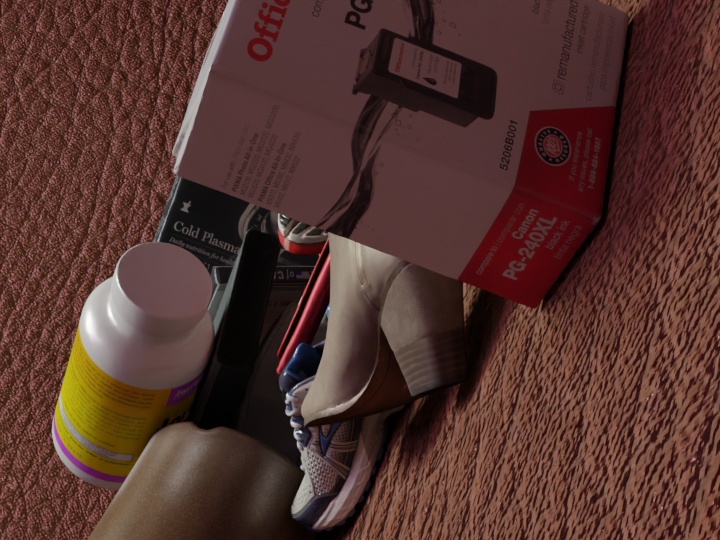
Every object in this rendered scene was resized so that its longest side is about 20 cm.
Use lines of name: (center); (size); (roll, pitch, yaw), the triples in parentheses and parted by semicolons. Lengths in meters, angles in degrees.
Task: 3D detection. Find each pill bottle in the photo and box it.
pill bottle: (-0.172, 0.073, 1.167); (0.105, 0.103, 0.201); (-77, 8, -46)

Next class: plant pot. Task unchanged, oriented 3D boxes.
plant pot: (-0.127, 0.232, 1.099); (0.200, 0.198, 0.201); (-67, 4, -36)

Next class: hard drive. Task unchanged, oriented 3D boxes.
hard drive: (-0.113, 0.082, 1.237); (0.201, 0.032, 0.141); (115, 169, -46)

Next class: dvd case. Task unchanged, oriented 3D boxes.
dvd case: (-0.084, 0.060, 1.372); (0.201, 0.148, 0.025); (118, 144, -49)

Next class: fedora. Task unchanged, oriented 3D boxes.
fedora: (-0.055, 0.107, 1.226); (0.177, 0.089, 0.202); (170, 119, -82)

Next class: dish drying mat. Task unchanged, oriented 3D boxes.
dish drying mat: (-0.011, -0.024, 1.055); (0.077, 0.018, 0.202); (-51, -15, -73)

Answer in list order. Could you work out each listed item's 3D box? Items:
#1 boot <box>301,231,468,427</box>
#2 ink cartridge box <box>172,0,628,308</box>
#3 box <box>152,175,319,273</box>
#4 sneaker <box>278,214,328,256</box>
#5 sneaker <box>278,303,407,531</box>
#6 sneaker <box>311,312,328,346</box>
boot: (0.004, 0.009, 0.913); (0.199, 0.070, 0.148); (-27, 76, 56)
ink cartridge box: (0.022, -0.091, 0.758); (0.084, 0.198, 0.147); (120, 168, -53)
box: (-0.091, -0.056, 1.507); (0.124, 0.198, 0.199); (141, 148, -72)
sneaker: (-0.017, -0.034, 1.346); (0.200, 0.076, 0.086); (-32, -43, -64)
sneaker: (-0.019, 0.090, 1.037); (0.077, 0.084, 0.202); (-83, 14, -61)
sneaker: (0.000, 0.000, 1.130); (0.081, 0.074, 0.202); (93, -168, -72)
